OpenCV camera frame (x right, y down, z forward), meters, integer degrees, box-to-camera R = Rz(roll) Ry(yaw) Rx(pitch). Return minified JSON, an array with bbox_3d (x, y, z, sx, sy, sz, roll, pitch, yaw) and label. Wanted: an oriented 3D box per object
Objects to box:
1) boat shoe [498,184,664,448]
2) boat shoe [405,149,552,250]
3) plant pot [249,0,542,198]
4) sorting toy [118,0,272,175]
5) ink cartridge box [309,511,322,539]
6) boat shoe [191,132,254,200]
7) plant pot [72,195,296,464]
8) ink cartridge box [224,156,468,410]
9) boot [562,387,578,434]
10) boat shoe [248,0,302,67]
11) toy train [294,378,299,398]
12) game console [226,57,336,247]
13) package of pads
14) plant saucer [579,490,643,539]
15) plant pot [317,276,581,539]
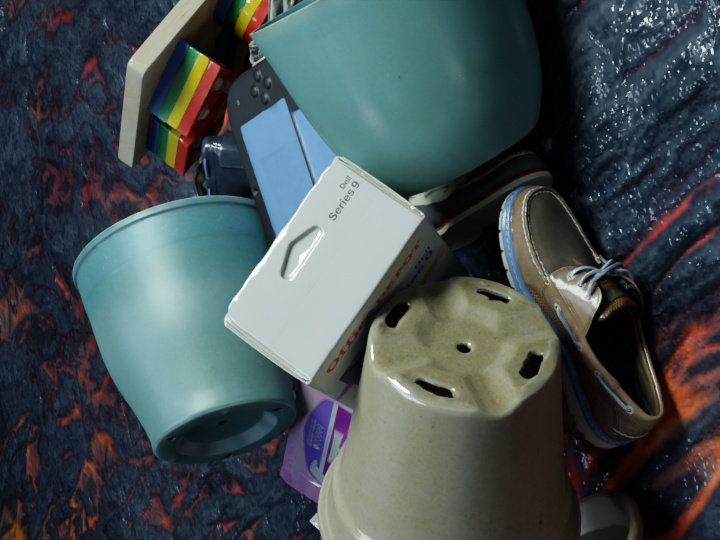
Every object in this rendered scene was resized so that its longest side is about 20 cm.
[{"bbox_3d":[0.168,0.025,1.145,0.072,0.072,0.201,-29,84,57],"label":"boat shoe"},{"bbox_3d":[0.086,-0.063,1.261,0.200,0.071,0.063,146,112,-66],"label":"boat shoe"},{"bbox_3d":[0.043,-0.153,1.179,0.162,0.200,0.200,61,155,-11],"label":"plant pot"},{"bbox_3d":[-0.141,-0.201,1.520,0.069,0.201,0.199,34,156,4],"label":"sorting toy"},{"bbox_3d":[0.047,0.280,1.378,0.200,0.044,0.094,36,163,33],"label":"ink cartridge box"},{"bbox_3d":[-0.131,-0.093,1.559,0.200,0.068,0.085,111,171,-64],"label":"boat shoe"},{"bbox_3d":[-0.144,0.064,1.444,0.200,0.198,0.189,123,135,-54],"label":"plant pot"},{"bbox_3d":[-0.006,0.018,1.182,0.087,0.146,0.200,34,176,19],"label":"ink cartridge box"},{"bbox_3d":[0.103,0.080,1.275,0.200,0.075,0.074,34,127,52],"label":"boot"},{"bbox_3d":[-0.070,-0.200,1.452,0.072,0.070,0.202,-151,68,-65],"label":"boat shoe"},{"bbox_3d":[-0.115,0.067,1.605,0.201,0.114,0.085,54,158,10],"label":"toy train"},{"bbox_3d":[-0.042,-0.094,1.369,0.176,0.031,0.202,-26,81,55],"label":"game console"},{"bbox_3d":[0.001,0.138,1.457,0.120,0.076,0.201,31,134,20],"label":"package of pads"},{"bbox_3d":[0.139,0.248,1.180,0.029,0.200,0.200,44,153,-8],"label":"plant saucer"},{"bbox_3d":[0.070,0.114,1.136,0.201,0.199,0.185,52,151,41],"label":"plant pot"}]
